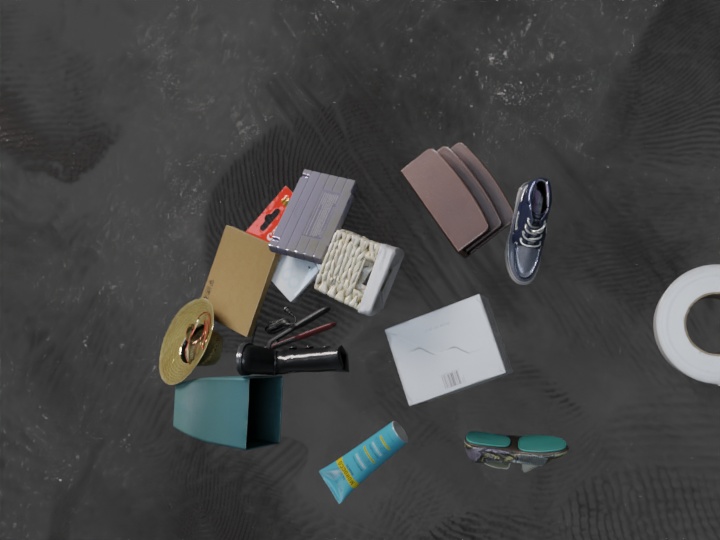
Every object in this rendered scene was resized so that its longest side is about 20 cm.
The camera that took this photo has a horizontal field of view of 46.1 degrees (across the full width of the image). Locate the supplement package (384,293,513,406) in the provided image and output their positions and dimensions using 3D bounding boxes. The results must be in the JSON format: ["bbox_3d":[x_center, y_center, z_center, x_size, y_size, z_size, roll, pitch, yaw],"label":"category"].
[{"bbox_3d":[0.173,0.156,1.640,0.197,0.111,0.158,-21,79,15],"label":"supplement package"}]

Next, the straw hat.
[{"bbox_3d":[-0.340,0.163,1.812,0.200,0.084,0.204,-28,49,38],"label":"straw hat"}]

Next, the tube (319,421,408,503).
[{"bbox_3d":[0.008,0.383,1.711,0.200,0.050,0.078,-41,67,16],"label":"tube"}]

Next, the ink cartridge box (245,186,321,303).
[{"bbox_3d":[-0.151,-0.058,1.795,0.200,0.047,0.160,46,99,14],"label":"ink cartridge box"}]

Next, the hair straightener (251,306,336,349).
[{"bbox_3d":[-0.149,0.116,1.790,0.198,0.041,0.078,-24,78,19],"label":"hair straightener"}]

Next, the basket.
[{"bbox_3d":[0.000,0.000,1.645,0.122,0.200,0.137,23,93,7],"label":"basket"}]

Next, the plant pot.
[{"bbox_3d":[-0.282,0.286,1.766,0.197,0.141,0.144,1,85,25],"label":"plant pot"}]

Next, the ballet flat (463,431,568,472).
[{"bbox_3d":[0.296,0.348,1.616,0.197,0.072,0.073,1,86,18],"label":"ballet flat"}]

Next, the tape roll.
[{"bbox_3d":[0.620,0.096,1.488,0.199,0.139,0.206,-2,84,17],"label":"tape roll"}]

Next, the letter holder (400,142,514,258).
[{"bbox_3d":[0.198,-0.151,1.666,0.141,0.100,0.201,-36,76,10],"label":"letter holder"}]

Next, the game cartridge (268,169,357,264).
[{"bbox_3d":[-0.094,-0.111,1.749,0.128,0.039,0.202,16,63,14],"label":"game cartridge"}]

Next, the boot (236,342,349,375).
[{"bbox_3d":[-0.133,0.180,1.701,0.197,0.165,0.067,0,84,14],"label":"boot"}]

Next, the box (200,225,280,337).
[{"bbox_3d":[-0.261,0.021,1.814,0.162,0.021,0.203,22,94,34],"label":"box"}]

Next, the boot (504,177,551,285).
[{"bbox_3d":[0.322,-0.075,1.615,0.071,0.090,0.204,5,87,-2],"label":"boot"}]
